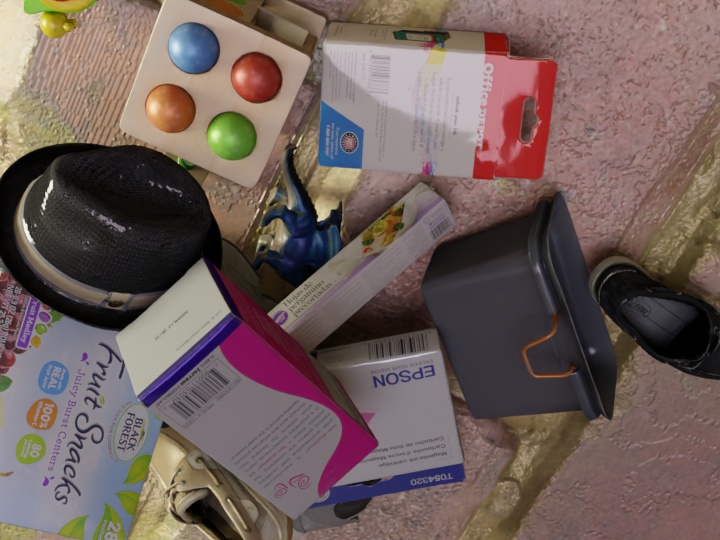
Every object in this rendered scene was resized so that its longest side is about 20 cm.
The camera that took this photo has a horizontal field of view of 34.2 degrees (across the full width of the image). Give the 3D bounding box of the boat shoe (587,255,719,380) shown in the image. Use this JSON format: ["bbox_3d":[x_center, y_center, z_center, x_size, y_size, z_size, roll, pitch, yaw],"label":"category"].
[{"bbox_3d":[0.302,0.058,1.100,0.199,0.066,0.075,37,104,-24],"label":"boat shoe"}]

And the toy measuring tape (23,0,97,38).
[{"bbox_3d":[-0.242,-0.291,0.989,0.073,0.074,0.200,13,116,-2],"label":"toy measuring tape"}]

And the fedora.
[{"bbox_3d":[-0.197,-0.048,0.965,0.200,0.201,0.092,32,140,-11],"label":"fedora"}]

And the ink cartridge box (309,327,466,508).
[{"bbox_3d":[-0.004,0.159,1.121,0.196,0.043,0.200,-12,122,4],"label":"ink cartridge box"}]

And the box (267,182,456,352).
[{"bbox_3d":[0.000,0.000,1.071,0.200,0.039,0.041,-41,137,-8],"label":"box"}]

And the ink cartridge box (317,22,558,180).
[{"bbox_3d":[0.066,-0.149,1.032,0.199,0.067,0.116,5,117,2],"label":"ink cartridge box"}]

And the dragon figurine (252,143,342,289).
[{"bbox_3d":[-0.045,-0.033,1.100,0.099,0.059,0.200,12,120,-4],"label":"dragon figurine"}]

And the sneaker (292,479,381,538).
[{"bbox_3d":[-0.036,0.189,1.208,0.115,0.075,0.200,-6,125,2],"label":"sneaker"}]

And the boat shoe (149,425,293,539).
[{"bbox_3d":[-0.156,0.213,1.136,0.200,0.065,0.072,36,121,26],"label":"boat shoe"}]

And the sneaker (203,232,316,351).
[{"bbox_3d":[-0.119,0.055,1.109,0.086,0.078,0.200,-51,124,-19],"label":"sneaker"}]

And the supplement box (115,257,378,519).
[{"bbox_3d":[-0.091,0.100,0.966,0.101,0.103,0.200,-41,125,3],"label":"supplement box"}]

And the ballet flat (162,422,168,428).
[{"bbox_3d":[-0.184,0.057,1.125,0.068,0.068,0.201,-1,102,31],"label":"ballet flat"}]

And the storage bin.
[{"bbox_3d":[0.146,0.053,1.092,0.134,0.146,0.200,-14,114,22],"label":"storage bin"}]

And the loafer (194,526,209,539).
[{"bbox_3d":[-0.157,0.188,1.219,0.070,0.075,0.201,13,113,27],"label":"loafer"}]

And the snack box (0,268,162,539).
[{"bbox_3d":[-0.255,0.116,0.993,0.168,0.068,0.201,19,87,-21],"label":"snack box"}]

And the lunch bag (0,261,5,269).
[{"bbox_3d":[-0.301,0.069,1.110,0.127,0.170,0.200,-31,109,21],"label":"lunch bag"}]

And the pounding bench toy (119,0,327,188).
[{"bbox_3d":[-0.129,-0.137,1.004,0.124,0.156,0.200,23,116,-7],"label":"pounding bench toy"}]
